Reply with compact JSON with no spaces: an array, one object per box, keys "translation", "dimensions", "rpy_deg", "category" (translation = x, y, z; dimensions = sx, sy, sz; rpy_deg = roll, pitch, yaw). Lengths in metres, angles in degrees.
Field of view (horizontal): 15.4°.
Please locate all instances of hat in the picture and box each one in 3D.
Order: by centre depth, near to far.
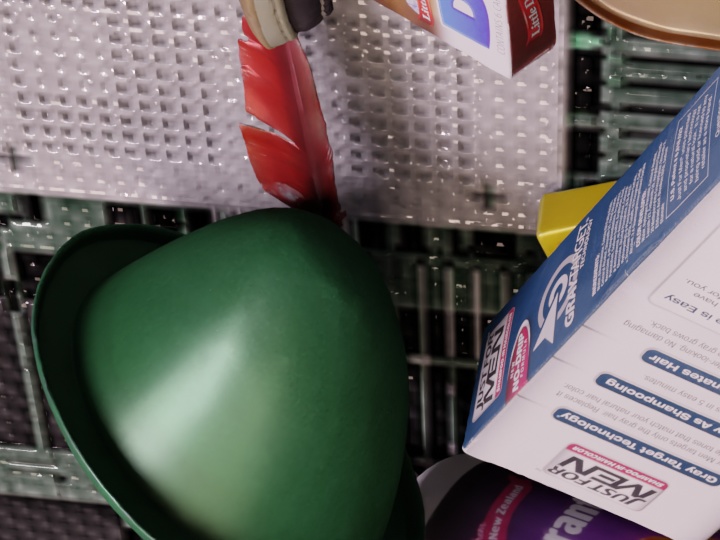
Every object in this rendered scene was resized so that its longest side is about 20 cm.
[{"translation":[0.000,0.000,0.891],"dimensions":[0.200,0.166,0.176],"rpy_deg":[27,126,-33],"category":"hat"}]

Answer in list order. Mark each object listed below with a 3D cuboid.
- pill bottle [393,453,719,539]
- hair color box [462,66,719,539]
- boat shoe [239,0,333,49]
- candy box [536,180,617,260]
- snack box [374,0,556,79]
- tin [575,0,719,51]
[{"translation":[0.066,0.134,1.007],"dimensions":[0.200,0.111,0.111],"rpy_deg":[16,140,27],"category":"pill bottle"},{"translation":[0.125,0.008,0.887],"dimensions":[0.100,0.061,0.200],"rpy_deg":[24,138,-14],"category":"hair color box"},{"translation":[-0.016,-0.141,0.760],"dimensions":[0.065,0.072,0.200],"rpy_deg":[-13,142,-5],"category":"boat shoe"},{"translation":[0.172,-0.003,0.933],"dimensions":[0.200,0.026,0.102],"rpy_deg":[-10,135,23],"category":"candy box"},{"translation":[0.020,-0.153,0.792],"dimensions":[0.072,0.024,0.200],"rpy_deg":[33,148,35],"category":"snack box"},{"translation":[0.150,-0.114,0.819],"dimensions":[0.200,0.042,0.112],"rpy_deg":[10,132,3],"category":"tin"}]
